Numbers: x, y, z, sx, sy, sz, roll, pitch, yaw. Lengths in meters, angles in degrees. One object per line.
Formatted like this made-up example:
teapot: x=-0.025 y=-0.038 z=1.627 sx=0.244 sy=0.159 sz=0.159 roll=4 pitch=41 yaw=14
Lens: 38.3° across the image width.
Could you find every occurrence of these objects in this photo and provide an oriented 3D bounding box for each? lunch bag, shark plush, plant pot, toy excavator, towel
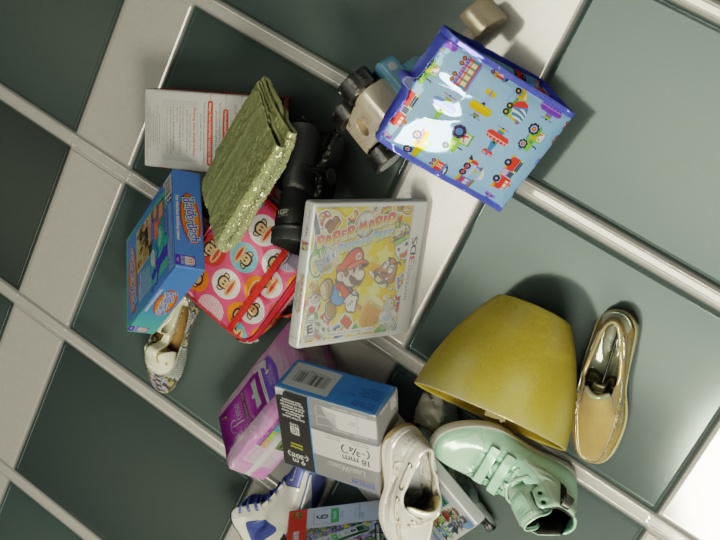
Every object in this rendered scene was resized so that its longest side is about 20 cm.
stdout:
lunch bag: x=-0.138 y=-0.004 z=1.443 sx=0.176 sy=0.082 sz=0.200 roll=41 pitch=114 yaw=9
lunch bag: x=0.123 y=-0.183 z=1.221 sx=0.151 sy=0.199 sz=0.094 roll=-54 pitch=34 yaw=21
shark plush: x=0.129 y=0.251 z=1.367 sx=0.083 sy=0.091 sz=0.201 roll=-28 pitch=77 yaw=-15
plant pot: x=0.184 y=0.114 z=1.269 sx=0.199 sy=0.200 sz=0.143 roll=22 pitch=82 yaw=20
toy excavator: x=0.077 y=-0.241 z=1.296 sx=0.100 sy=0.200 sz=0.195 roll=50 pitch=158 yaw=9
towel: x=-0.145 y=-0.134 z=1.330 sx=0.200 sy=0.036 sz=0.149 roll=-55 pitch=37 yaw=30

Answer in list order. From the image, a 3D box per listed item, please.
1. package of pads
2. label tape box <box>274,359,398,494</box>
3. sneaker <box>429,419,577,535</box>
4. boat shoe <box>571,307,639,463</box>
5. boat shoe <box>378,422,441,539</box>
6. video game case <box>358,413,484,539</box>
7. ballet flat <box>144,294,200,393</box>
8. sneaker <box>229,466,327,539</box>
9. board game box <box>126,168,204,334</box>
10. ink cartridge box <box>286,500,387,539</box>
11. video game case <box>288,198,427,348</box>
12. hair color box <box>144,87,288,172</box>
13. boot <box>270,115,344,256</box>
package of pads: x=-0.114 y=0.178 z=1.436 sx=0.200 sy=0.075 sz=0.121 roll=-51 pitch=34 yaw=22
label tape box: x=-0.025 y=0.224 z=1.331 sx=0.144 sy=0.063 sz=0.201 roll=13 pitch=128 yaw=24
sneaker: x=0.180 y=0.258 z=1.279 sx=0.199 sy=0.118 sz=0.074 roll=20 pitch=114 yaw=-4
boat shoe: x=0.292 y=0.147 z=1.270 sx=0.071 sy=0.076 sz=0.201 roll=9 pitch=103 yaw=22
boat shoe: x=0.067 y=0.287 z=1.286 sx=0.069 sy=0.071 sz=0.201 roll=34 pitch=139 yaw=47
video game case: x=0.057 y=0.283 z=1.384 sx=0.200 sy=0.022 sz=0.182 roll=49 pitch=144 yaw=10
ballet flat: x=-0.286 y=0.095 z=1.529 sx=0.072 sy=0.072 sz=0.201 roll=26 pitch=109 yaw=18
sneaker: x=-0.127 y=0.343 z=1.491 sx=0.115 sy=0.081 sz=0.200 roll=23 pitch=109 yaw=17
board game box: x=-0.274 y=-0.023 z=1.438 sx=0.200 sy=0.045 sz=0.153 roll=-43 pitch=46 yaw=48
ink cartridge box: x=-0.061 y=0.364 z=1.378 sx=0.199 sy=0.109 sz=0.051 roll=-7 pitch=110 yaw=2
video game case: x=0.000 y=0.000 z=1.315 sx=0.023 sy=0.199 sz=0.183 roll=20 pitch=108 yaw=44
hair color box: x=-0.202 y=-0.193 z=1.445 sx=0.199 sy=0.064 sz=0.112 roll=9 pitch=103 yaw=24
boot: x=-0.036 y=-0.093 z=1.350 sx=0.076 sy=0.200 sz=0.169 roll=-3 pitch=72 yaw=37
